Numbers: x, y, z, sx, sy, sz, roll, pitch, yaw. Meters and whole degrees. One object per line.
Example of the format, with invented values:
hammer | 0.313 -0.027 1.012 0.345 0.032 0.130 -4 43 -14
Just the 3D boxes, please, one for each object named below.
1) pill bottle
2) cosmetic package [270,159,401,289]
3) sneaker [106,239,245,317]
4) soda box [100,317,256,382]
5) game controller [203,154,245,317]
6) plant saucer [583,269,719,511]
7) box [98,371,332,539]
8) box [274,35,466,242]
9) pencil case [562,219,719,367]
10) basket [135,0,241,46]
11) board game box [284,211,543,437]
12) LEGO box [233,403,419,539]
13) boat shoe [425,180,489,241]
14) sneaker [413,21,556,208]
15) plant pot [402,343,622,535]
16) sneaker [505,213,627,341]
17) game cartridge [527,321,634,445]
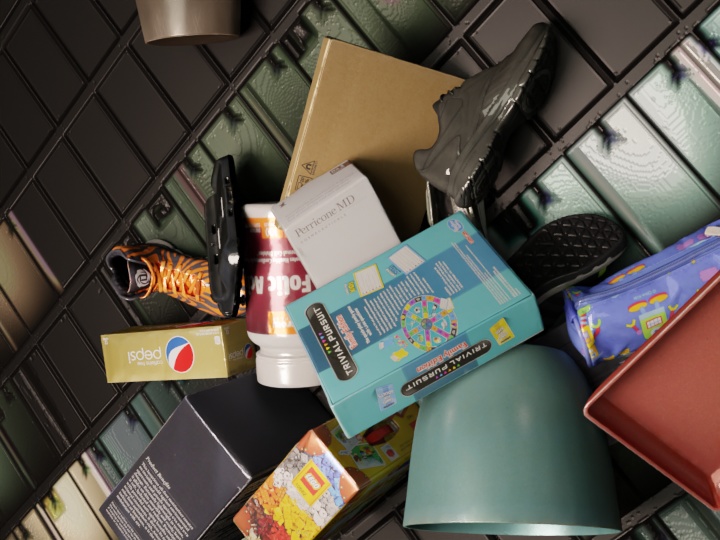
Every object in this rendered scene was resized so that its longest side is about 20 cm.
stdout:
pill bottle | -0.075 0.023 1.037 0.113 0.114 0.203 0 96 28
cosmetic package | 0.000 0.000 0.950 0.101 0.074 0.201 -33 118 -4
sneaker | -0.230 0.017 1.120 0.198 0.112 0.079 14 103 26
soda box | -0.231 0.101 1.156 0.198 0.068 0.065 -7 94 29
game controller | -0.151 -0.043 1.042 0.201 0.042 0.105 -105 30 -48
plant saucer | 0.325 0.098 0.816 0.199 0.037 0.200 35 108 -22
box | -0.157 0.228 1.058 0.123 0.199 0.199 47 113 15
box | 0.011 -0.124 0.962 0.021 0.162 0.202 44 120 62
pencil case | 0.281 0.016 0.839 0.198 0.087 0.079 -25 42 12
basket | -0.204 -0.368 1.053 0.178 0.136 0.203 1 100 29
board game box | 0.044 0.044 0.847 0.198 0.047 0.151 -28 39 -3
LEGO box | -0.020 0.220 0.983 0.077 0.199 0.149 47 115 16
boat shoe | 0.107 -0.011 0.963 0.070 0.063 0.203 -16 88 28
sneaker | 0.123 -0.166 0.909 0.090 0.076 0.201 32 85 25
plant pot | 0.139 0.161 0.862 0.198 0.200 0.163 -9 69 28
sneaker | 0.180 0.020 0.925 0.199 0.083 0.072 -33 51 1
game cartridge | 0.220 0.122 0.937 0.199 0.038 0.131 -35 83 27
